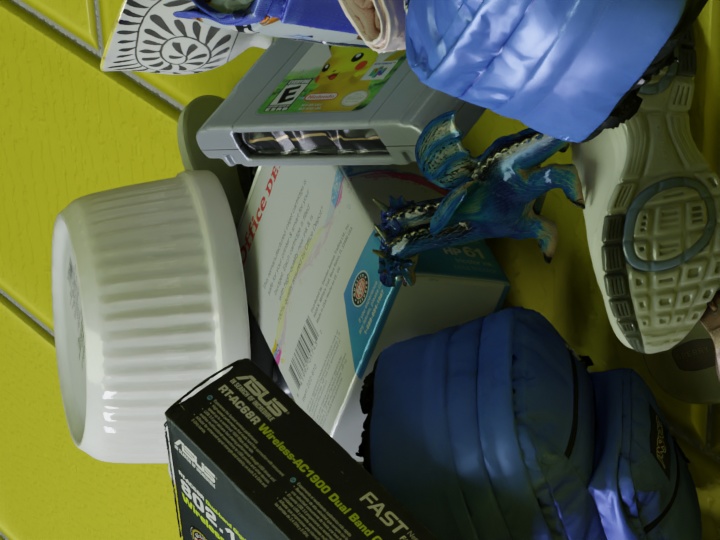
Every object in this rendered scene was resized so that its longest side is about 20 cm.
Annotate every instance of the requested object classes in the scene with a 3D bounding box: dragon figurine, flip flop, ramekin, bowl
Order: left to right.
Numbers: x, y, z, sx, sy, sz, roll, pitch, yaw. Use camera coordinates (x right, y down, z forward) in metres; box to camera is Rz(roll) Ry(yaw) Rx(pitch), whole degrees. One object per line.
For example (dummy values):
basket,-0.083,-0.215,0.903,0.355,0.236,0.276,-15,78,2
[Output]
ramekin,-0.144,0.036,1.572,0.200,0.105,0.201,175,90,-76
bowl,-0.082,-0.199,1.486,0.094,0.201,0.201,24,145,-5
dragon figurine,0.065,-0.050,1.268,0.200,0.099,0.059,115,151,-59
flip flop,0.203,0.037,1.271,0.200,0.057,0.081,-24,87,62

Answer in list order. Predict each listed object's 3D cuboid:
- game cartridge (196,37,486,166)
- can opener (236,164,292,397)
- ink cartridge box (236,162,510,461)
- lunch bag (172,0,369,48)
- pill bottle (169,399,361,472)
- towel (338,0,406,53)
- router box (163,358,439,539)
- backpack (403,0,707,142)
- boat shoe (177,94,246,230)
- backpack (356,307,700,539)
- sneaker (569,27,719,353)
game cartridge,0.005,-0.117,1.397,0.200,0.133,0.041,2,131,45
can opener,-0.056,-0.014,1.598,0.066,0.052,0.201,-174,87,-65
ink cartridge box,0.000,0.000,1.463,0.200,0.084,0.145,60,138,45
lunch bag,-0.027,-0.193,1.305,0.124,0.170,0.200,-61,43,32
pill bottle,-0.038,0.187,1.684,0.200,0.119,0.120,53,148,21
towel,0.032,-0.217,1.236,0.032,0.200,0.192,-25,88,40
router box,-0.019,0.164,1.267,0.200,0.062,0.150,41,151,30
backpack,0.087,-0.170,1.132,0.163,0.167,0.201,120,165,-57
boat shoe,-0.079,-0.025,1.666,0.201,0.070,0.071,61,146,4
backpack,0.095,0.120,1.337,0.163,0.167,0.200,-89,-26,-56
sneaker,0.150,-0.054,1.273,0.087,0.074,0.201,153,116,-74
